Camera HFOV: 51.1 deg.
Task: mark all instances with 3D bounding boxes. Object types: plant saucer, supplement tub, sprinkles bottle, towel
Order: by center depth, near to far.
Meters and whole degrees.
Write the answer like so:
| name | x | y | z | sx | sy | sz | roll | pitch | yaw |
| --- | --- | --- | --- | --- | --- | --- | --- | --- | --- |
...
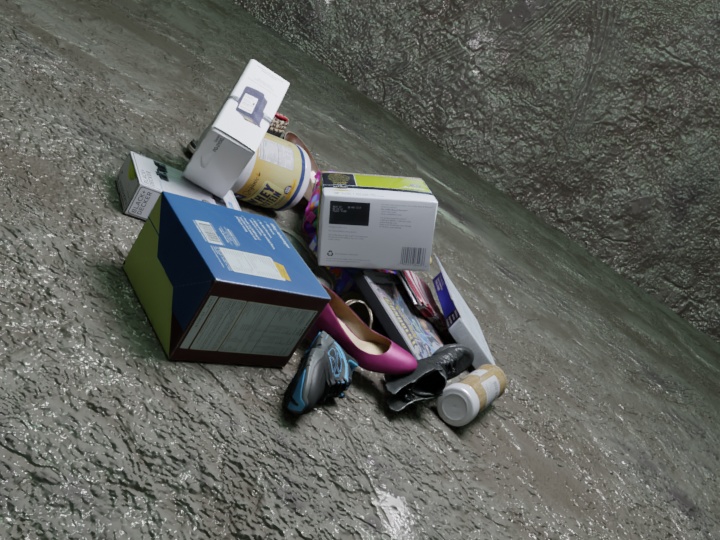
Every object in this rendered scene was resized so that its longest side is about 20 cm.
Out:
| name | x | y | z | sx | sy | sz | roll | pitch | yaw |
| --- | --- | --- | --- | --- | --- | --- | --- | --- | --- |
| sprinkles bottle | 0.199 | 0.215 | 1.319 | 0.068 | 0.068 | 0.200 | 42 | 21 | 18 |
| towel | 0.118 | 0.042 | 1.494 | 0.144 | 0.023 | 0.200 | 61 | 10 | 29 |
| supplement tub | -0.215 | -0.208 | 1.495 | 0.200 | 0.145 | 0.144 | 15 | 28 | -42 |
| plant saucer | -0.132 | -0.213 | 1.685 | 0.200 | 0.034 | 0.200 | 58 | 19 | -34 |

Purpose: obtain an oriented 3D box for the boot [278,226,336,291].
| name | x | y | z | sx | sy | sz | roll | pitch | yaw |
| --- | --- | --- | --- | --- | --- | --- | --- | --- | --- |
| boot | -0.137 | 0.006 | 1.275 | 0.182 | 0.073 | 0.200 | 38 | 26 | 10 |

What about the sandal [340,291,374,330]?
| name | x | y | z | sx | sy | sz | roll | pitch | yaw |
| --- | --- | --- | --- | --- | --- | --- | --- | --- | --- |
| sandal | -0.007 | 0.087 | 1.294 | 0.080 | 0.057 | 0.201 | 31 | 22 | -6 |

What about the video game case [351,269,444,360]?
| name | x | y | z | sx | sy | sz | roll | pitch | yaw |
| --- | --- | --- | --- | --- | --- | --- | --- | --- | --- |
| video game case | 0.080 | 0.088 | 1.378 | 0.200 | 0.025 | 0.181 | 58 | 19 | 16 |

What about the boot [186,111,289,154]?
| name | x | y | z | sx | sy | sz | roll | pitch | yaw |
| --- | --- | --- | --- | --- | --- | --- | --- | --- | --- |
| boot | -0.253 | -0.282 | 1.588 | 0.200 | 0.151 | 0.073 | 14 | 29 | -43 |

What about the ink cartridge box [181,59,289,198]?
| name | x | y | z | sx | sy | sz | roll | pitch | yaw |
| --- | --- | --- | --- | --- | --- | --- | --- | --- | --- |
| ink cartridge box | -0.215 | -0.245 | 1.306 | 0.084 | 0.145 | 0.200 | 31 | 48 | -15 |

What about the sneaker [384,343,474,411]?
| name | x | y | z | sx | sy | sz | roll | pitch | yaw |
| --- | --- | --- | --- | --- | --- | --- | --- | --- | --- |
| sneaker | 0.118 | 0.172 | 1.218 | 0.199 | 0.060 | 0.104 | -11 | 14 | -23 |

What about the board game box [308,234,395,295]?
| name | x | y | z | sx | sy | sz | roll | pitch | yaw |
| --- | --- | --- | --- | --- | --- | --- | --- | --- | --- |
| board game box | 0.000 | 0.000 | 1.514 | 0.200 | 0.045 | 0.135 | 11 | 31 | -48 |

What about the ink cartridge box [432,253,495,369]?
| name | x | y | z | sx | sy | sz | roll | pitch | yaw |
| --- | --- | --- | --- | --- | --- | --- | --- | --- | --- |
| ink cartridge box | 0.196 | 0.090 | 1.519 | 0.200 | 0.041 | 0.200 | 56 | 11 | -25 |

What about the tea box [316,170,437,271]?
| name | x | y | z | sx | sy | sz | roll | pitch | yaw |
| --- | --- | --- | --- | --- | --- | --- | --- | --- | --- |
| tea box | 0.023 | -0.094 | 1.376 | 0.199 | 0.134 | 0.197 | 4 | 20 | -5 |

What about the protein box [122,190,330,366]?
| name | x | y | z | sx | sy | sz | roll | pitch | yaw |
| --- | --- | --- | --- | --- | --- | --- | --- | --- | --- |
| protein box | -0.189 | 0.016 | 1.059 | 0.200 | 0.135 | 0.199 | 12 | 30 | -46 |

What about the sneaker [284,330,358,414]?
| name | x | y | z | sx | sy | sz | roll | pitch | yaw |
| --- | --- | --- | --- | --- | --- | --- | --- | --- | --- |
| sneaker | -0.049 | 0.150 | 1.069 | 0.082 | 0.073 | 0.200 | 34 | 21 | -2 |

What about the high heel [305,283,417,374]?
| name | x | y | z | sx | sy | sz | roll | pitch | yaw |
| --- | --- | --- | --- | --- | --- | --- | --- | --- | --- |
| high heel | 0.003 | 0.093 | 1.165 | 0.200 | 0.096 | 0.067 | 19 | 33 | -1 |

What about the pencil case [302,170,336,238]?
| name | x | y | z | sx | sy | sz | roll | pitch | yaw |
| --- | --- | --- | --- | --- | --- | --- | --- | --- | --- |
| pencil case | -0.072 | -0.139 | 1.574 | 0.088 | 0.088 | 0.200 | 30 | 27 | -13 |

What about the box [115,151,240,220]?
| name | x | y | z | sx | sy | sz | roll | pitch | yaw |
| --- | --- | --- | --- | --- | --- | --- | --- | --- | --- |
| box | -0.305 | -0.118 | 1.280 | 0.200 | 0.060 | 0.117 | 20 | 25 | -35 |
